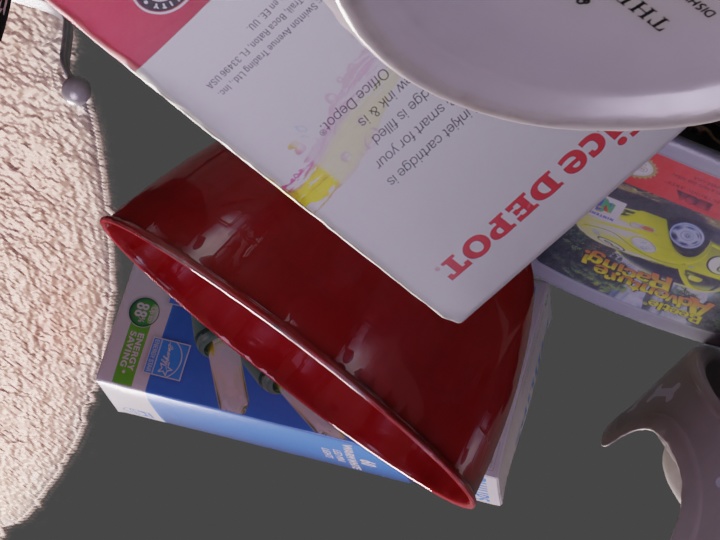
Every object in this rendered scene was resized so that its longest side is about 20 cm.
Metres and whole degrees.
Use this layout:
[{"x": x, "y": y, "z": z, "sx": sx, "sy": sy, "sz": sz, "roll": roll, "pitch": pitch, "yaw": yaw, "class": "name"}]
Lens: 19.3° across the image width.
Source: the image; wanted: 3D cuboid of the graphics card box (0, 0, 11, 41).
[{"x": -0.164, "y": -0.189, "z": 0.729, "sx": 0.125, "sy": 0.200, "sz": 0.051, "roll": 15, "pitch": -176, "yaw": 8, "class": "graphics card box"}]

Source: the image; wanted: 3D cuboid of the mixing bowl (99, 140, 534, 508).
[{"x": 0.000, "y": 0.000, "z": 0.905, "sx": 0.200, "sy": 0.108, "sz": 0.200, "roll": 37, "pitch": 171, "yaw": 7, "class": "mixing bowl"}]

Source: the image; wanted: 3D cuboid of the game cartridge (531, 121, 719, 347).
[{"x": 0.138, "y": -0.025, "z": 0.936, "sx": 0.200, "sy": 0.041, "sz": 0.133, "roll": 21, "pitch": 150, "yaw": -1, "class": "game cartridge"}]

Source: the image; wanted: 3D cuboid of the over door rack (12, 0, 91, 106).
[{"x": -0.099, "y": -0.135, "z": 0.877, "sx": 0.200, "sy": 0.067, "sz": 0.148, "roll": 9, "pitch": 145, "yaw": 16, "class": "over door rack"}]

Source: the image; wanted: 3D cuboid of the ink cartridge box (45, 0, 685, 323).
[{"x": 0.010, "y": -0.114, "z": 0.741, "sx": 0.145, "sy": 0.145, "sz": 0.200, "roll": -41, "pitch": 116, "yaw": 21, "class": "ink cartridge box"}]

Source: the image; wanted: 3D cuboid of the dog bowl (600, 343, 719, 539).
[{"x": 0.208, "y": 0.107, "z": 0.961, "sx": 0.200, "sy": 0.200, "sz": 0.059, "roll": 29, "pitch": 108, "yaw": -13, "class": "dog bowl"}]

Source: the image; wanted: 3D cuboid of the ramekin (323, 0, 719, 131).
[{"x": 0.070, "y": -0.117, "z": 0.555, "sx": 0.202, "sy": 0.094, "sz": 0.202, "roll": 1, "pitch": 150, "yaw": 0, "class": "ramekin"}]

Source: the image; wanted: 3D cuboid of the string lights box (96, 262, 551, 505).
[{"x": -0.015, "y": 0.038, "z": 1.034, "sx": 0.200, "sy": 0.103, "sz": 0.059, "roll": 12, "pitch": 162, "yaw": 11, "class": "string lights box"}]
